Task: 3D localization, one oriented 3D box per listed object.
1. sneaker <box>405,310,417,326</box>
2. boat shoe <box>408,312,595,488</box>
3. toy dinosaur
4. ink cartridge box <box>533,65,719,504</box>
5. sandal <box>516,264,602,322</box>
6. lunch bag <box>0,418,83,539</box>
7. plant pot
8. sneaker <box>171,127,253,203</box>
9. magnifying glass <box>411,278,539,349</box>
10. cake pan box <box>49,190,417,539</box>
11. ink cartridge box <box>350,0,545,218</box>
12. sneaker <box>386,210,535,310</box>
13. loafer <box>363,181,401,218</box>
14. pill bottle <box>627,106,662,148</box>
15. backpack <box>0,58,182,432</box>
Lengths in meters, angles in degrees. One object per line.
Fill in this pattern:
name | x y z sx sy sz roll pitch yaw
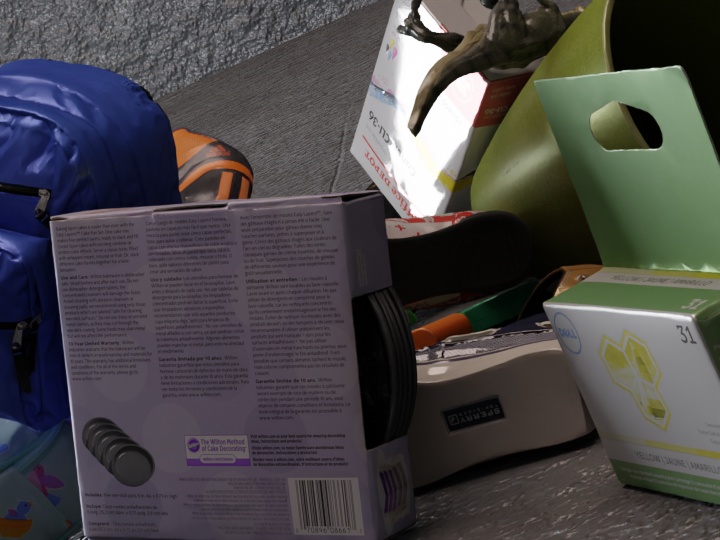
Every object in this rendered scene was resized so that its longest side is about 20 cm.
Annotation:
sneaker | -0.017 0.031 1.523 0.085 0.078 0.200 -3 28 38
boat shoe | 0.059 0.070 1.257 0.200 0.075 0.093 -10 12 27
toy dinosaur | 0.078 -0.154 1.448 0.200 0.088 0.047 -28 -28 -35
ink cartridge box | 0.134 0.009 1.034 0.048 0.200 0.146 -30 13 -20
sandal | 0.114 0.030 1.321 0.200 0.055 0.082 -26 11 3
lunch bag | -0.258 0.142 1.419 0.200 0.077 0.160 -37 29 2
plant pot | 0.164 -0.075 1.424 0.187 0.187 0.200 -37 3 -42
sneaker | -0.145 -0.023 1.483 0.200 0.078 0.112 -19 38 31
magnifying glass | 0.063 0.033 1.385 0.080 0.022 0.200 -24 0 19
cake pan box | -0.068 0.053 1.204 0.200 0.184 0.052 -4 7 30
ink cartridge box | 0.059 -0.096 1.562 0.067 0.117 0.200 -15 -39 -29
sneaker | 0.001 0.001 1.413 0.201 0.067 0.108 -7 -3 -16
loafer | 0.018 -0.029 1.727 0.201 0.070 0.068 -44 11 -3
pill bottle | 0.197 -0.109 1.601 0.109 0.109 0.200 -19 13 25
backpack | -0.188 -0.016 1.332 0.162 0.200 0.168 10 24 22
